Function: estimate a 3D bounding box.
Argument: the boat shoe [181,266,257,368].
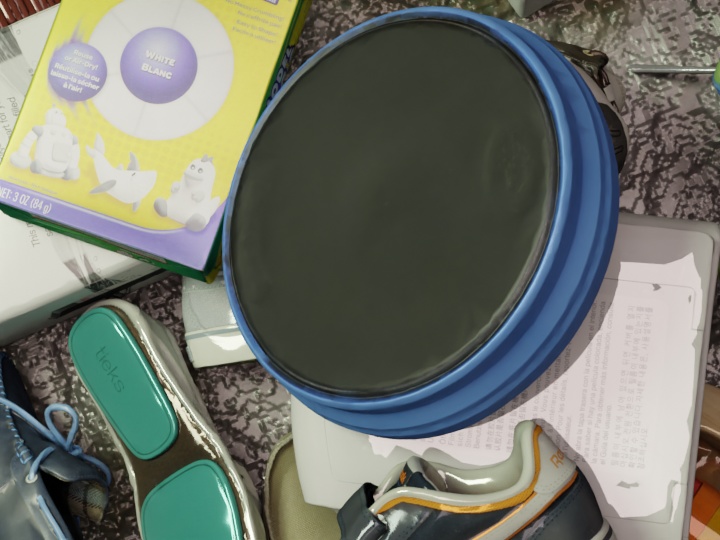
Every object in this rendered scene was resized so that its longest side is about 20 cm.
[{"bbox_3d":[0.000,0.000,0.938,0.200,0.070,0.072,-13,87,4],"label":"boat shoe"}]

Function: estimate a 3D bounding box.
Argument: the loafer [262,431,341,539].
[{"bbox_3d":[-0.002,0.158,0.888,0.075,0.068,0.201,-11,56,-12],"label":"loafer"}]

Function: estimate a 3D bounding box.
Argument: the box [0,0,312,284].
[{"bbox_3d":[-0.095,-0.107,0.887,0.117,0.048,0.201,18,80,3],"label":"box"}]

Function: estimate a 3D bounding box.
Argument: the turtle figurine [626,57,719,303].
[{"bbox_3d":[0.231,-0.045,0.927,0.194,0.200,0.144,33,39,-16],"label":"turtle figurine"}]

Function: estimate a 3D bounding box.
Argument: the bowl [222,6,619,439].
[{"bbox_3d":[0.020,-0.025,0.805,0.200,0.039,0.202,-12,68,32],"label":"bowl"}]

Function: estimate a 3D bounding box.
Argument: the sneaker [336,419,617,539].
[{"bbox_3d":[0.010,0.134,0.793,0.199,0.078,0.080,-26,97,1],"label":"sneaker"}]

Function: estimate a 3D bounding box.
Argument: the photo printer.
[{"bbox_3d":[0.066,0.049,0.856,0.199,0.069,0.167,6,86,10],"label":"photo printer"}]

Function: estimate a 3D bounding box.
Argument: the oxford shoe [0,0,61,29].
[{"bbox_3d":[-0.241,-0.135,0.955,0.199,0.075,0.071,-18,76,-34],"label":"oxford shoe"}]

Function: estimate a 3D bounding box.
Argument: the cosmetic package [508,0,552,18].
[{"bbox_3d":[0.108,-0.265,0.907,0.167,0.200,0.167,-34,81,-2],"label":"cosmetic package"}]

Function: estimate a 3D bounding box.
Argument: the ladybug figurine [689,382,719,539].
[{"bbox_3d":[0.176,0.138,0.908,0.200,0.072,0.136,42,82,8],"label":"ladybug figurine"}]

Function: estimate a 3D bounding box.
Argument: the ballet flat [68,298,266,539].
[{"bbox_3d":[-0.088,0.104,0.922,0.069,0.069,0.201,-26,72,-1],"label":"ballet flat"}]

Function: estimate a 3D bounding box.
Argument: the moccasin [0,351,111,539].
[{"bbox_3d":[-0.157,0.124,0.908,0.068,0.081,0.201,-25,60,4],"label":"moccasin"}]

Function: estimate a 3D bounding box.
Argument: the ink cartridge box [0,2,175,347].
[{"bbox_3d":[-0.148,-0.060,0.946,0.199,0.084,0.145,-23,82,-2],"label":"ink cartridge box"}]

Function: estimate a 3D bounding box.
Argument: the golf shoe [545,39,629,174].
[{"bbox_3d":[0.100,-0.086,0.889,0.094,0.200,0.078,-14,108,-15],"label":"golf shoe"}]
